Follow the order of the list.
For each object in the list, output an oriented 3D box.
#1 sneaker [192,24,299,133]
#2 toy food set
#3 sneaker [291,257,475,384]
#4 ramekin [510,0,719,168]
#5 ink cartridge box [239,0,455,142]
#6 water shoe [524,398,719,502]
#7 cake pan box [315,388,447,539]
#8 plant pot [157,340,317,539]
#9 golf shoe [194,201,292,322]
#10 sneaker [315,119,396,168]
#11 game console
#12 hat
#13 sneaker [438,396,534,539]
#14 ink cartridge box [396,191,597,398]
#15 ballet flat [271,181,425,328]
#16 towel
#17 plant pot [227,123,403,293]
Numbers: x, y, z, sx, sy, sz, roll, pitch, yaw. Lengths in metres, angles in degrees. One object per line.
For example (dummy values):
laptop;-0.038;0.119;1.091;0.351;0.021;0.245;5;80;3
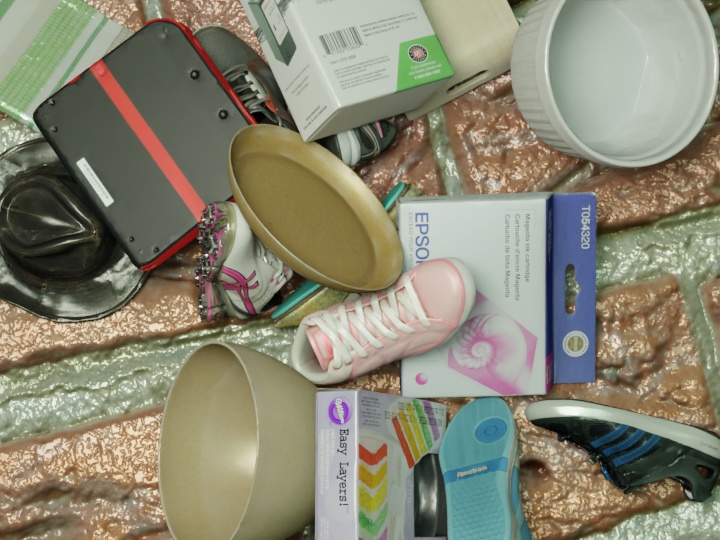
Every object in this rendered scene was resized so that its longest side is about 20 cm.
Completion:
sneaker;-0.105;-0.167;1.675;0.077;0.082;0.201;-34;84;-6
toy food set;0.069;-0.275;1.716;0.143;0.060;0.201;-27;81;6
sneaker;0.014;0.054;1.579;0.104;0.200;0.076;-12;75;-49
ramekin;0.242;-0.200;1.651;0.199;0.105;0.202;-1;93;-23
ink cartridge box;-0.022;-0.244;1.624;0.145;0.084;0.201;-19;79;-32
water shoe;0.254;0.176;1.636;0.199;0.072;0.079;12;83;1
cake pan box;0.023;0.209;1.572;0.052;0.200;0.186;-3;79;28
plant pot;-0.088;0.171;1.585;0.134;0.200;0.202;7;79;-31
golf shoe;-0.110;-0.013;1.595;0.091;0.200;0.073;-4;68;-8
sneaker;-0.027;-0.195;1.697;0.086;0.080;0.201;-15;80;-26
game console;-0.197;-0.127;1.627;0.176;0.031;0.200;-37;80;3
hat;-0.298;-0.047;1.653;0.199;0.081;0.202;0;80;-2
sneaker;0.130;0.231;1.628;0.079;0.131;0.201;-11;44;19
ink cartridge box;0.135;0.024;1.639;0.198;0.043;0.198;-2;102;-1
ballet flat;0.000;0.000;1.664;0.071;0.071;0.200;43;83;5
towel;-0.297;-0.199;1.692;0.199;0.031;0.150;32;69;1
plant pot;-0.046;-0.052;1.553;0.200;0.200;0.028;46;119;5
